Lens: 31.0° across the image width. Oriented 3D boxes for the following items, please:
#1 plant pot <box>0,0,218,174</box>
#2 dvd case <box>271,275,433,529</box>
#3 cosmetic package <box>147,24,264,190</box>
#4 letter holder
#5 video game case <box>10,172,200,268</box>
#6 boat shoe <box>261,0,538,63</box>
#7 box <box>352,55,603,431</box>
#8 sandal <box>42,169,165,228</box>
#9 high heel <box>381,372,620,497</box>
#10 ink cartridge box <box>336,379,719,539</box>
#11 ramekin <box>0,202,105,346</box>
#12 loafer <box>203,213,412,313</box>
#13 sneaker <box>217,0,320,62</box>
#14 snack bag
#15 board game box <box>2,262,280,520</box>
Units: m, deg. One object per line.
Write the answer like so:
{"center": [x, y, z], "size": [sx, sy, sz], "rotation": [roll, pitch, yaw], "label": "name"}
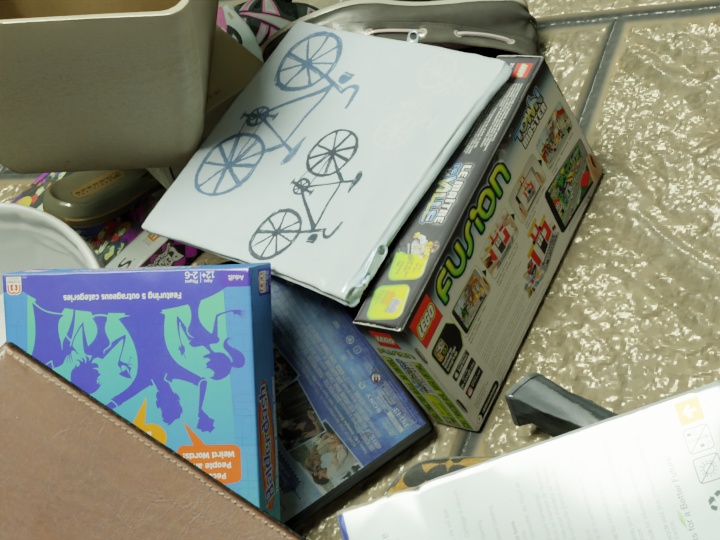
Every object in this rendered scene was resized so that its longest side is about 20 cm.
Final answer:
{"center": [-0.182, -0.172, 0.848], "size": [0.199, 0.177, 0.200], "rotation": [-2, 56, 6], "label": "plant pot"}
{"center": [-0.076, 0.095, 0.787], "size": [0.200, 0.018, 0.143], "rotation": [-35, 85, 2], "label": "dvd case"}
{"center": [-0.159, -0.152, 0.985], "size": [0.103, 0.073, 0.200], "rotation": [-38, 59, -18], "label": "cosmetic package"}
{"center": [-0.129, 0.155, 0.658], "size": [0.200, 0.101, 0.142], "rotation": [32, 79, 8], "label": "letter holder"}
{"center": [-0.241, -0.004, 1.037], "size": [0.181, 0.036, 0.200], "rotation": [-44, 42, -9], "label": "video game case"}
{"center": [0.030, -0.155, 0.927], "size": [0.200, 0.067, 0.057], "rotation": [-9, 59, -2], "label": "boat shoe"}
{"center": [0.077, -0.018, 0.777], "size": [0.035, 0.110, 0.200], "rotation": [9, 59, 39], "label": "box"}
{"center": [-0.165, -0.100, 1.023], "size": [0.200, 0.054, 0.080], "rotation": [-33, 40, -30], "label": "sandal"}
{"center": [0.080, 0.146, 0.661], "size": [0.200, 0.071, 0.142], "rotation": [-45, 40, -16], "label": "high heel"}
{"center": [0.106, 0.175, 0.597], "size": [0.200, 0.047, 0.198], "rotation": [-23, 66, 18], "label": "ink cartridge box"}
{"center": [-0.248, 0.065, 0.893], "size": [0.200, 0.105, 0.201], "rotation": [-4, 66, 10], "label": "ramekin"}
{"center": [-0.020, 0.001, 0.822], "size": [0.200, 0.071, 0.073], "rotation": [-24, 46, 13], "label": "loafer"}
{"center": [-0.053, -0.172, 1.028], "size": [0.086, 0.080, 0.200], "rotation": [-29, 48, -6], "label": "sneaker"}
{"center": [-0.020, -0.075, 0.804], "size": [0.200, 0.021, 0.189], "rotation": [18, 66, 42], "label": "snack bag"}
{"center": [-0.124, 0.098, 0.750], "size": [0.152, 0.045, 0.200], "rotation": [-2, 94, 13], "label": "board game box"}
